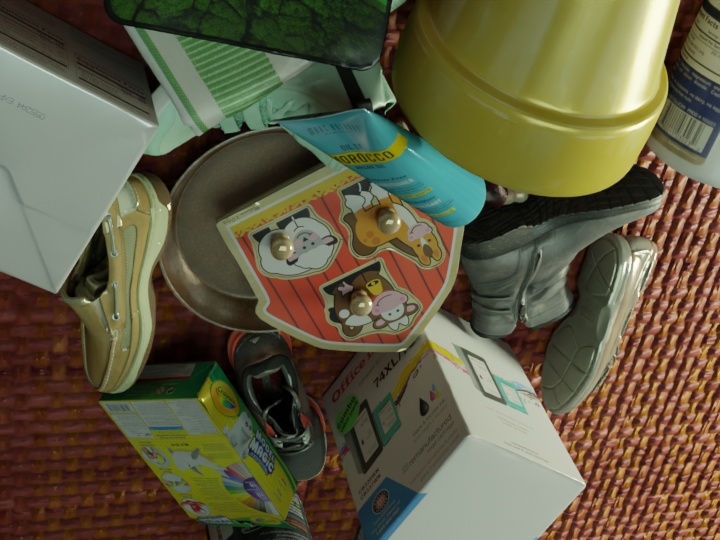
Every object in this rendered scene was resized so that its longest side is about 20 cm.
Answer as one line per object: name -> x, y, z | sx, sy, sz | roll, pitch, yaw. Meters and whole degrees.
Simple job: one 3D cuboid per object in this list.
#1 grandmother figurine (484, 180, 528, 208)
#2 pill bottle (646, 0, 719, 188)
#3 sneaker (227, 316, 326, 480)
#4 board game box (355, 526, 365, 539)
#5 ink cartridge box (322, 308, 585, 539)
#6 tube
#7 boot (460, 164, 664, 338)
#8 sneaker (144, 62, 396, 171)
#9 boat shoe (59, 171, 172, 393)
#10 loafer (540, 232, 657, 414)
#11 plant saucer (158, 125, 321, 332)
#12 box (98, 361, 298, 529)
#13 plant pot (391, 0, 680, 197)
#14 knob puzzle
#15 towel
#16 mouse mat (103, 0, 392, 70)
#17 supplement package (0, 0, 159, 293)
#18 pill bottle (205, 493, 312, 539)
grandmother figurine -> 0.118, -0.099, 0.950 | 0.197, 0.061, 0.122 | -24, 129, 2
pill bottle -> 0.326, -0.178, 0.927 | 0.109, 0.112, 0.202 | 6, 122, -22
sneaker -> -0.076, 0.140, 1.033 | 0.076, 0.082, 0.202 | -21, 128, -3
board game box -> 0.070, 0.297, 1.222 | 0.149, 0.037, 0.203 | 5, 122, -22
ink cartridge box -> 0.078, 0.155, 1.021 | 0.145, 0.201, 0.147 | 26, 113, -30
tube -> 0.025, -0.081, 0.807 | 0.076, 0.051, 0.199 | -7, 163, 33
boot -> 0.186, -0.017, 1.029 | 0.197, 0.070, 0.133 | -15, 130, 7
sneaker -> -0.070, -0.113, 0.830 | 0.198, 0.074, 0.119 | -31, 85, 3
boat shoe -> -0.210, 0.016, 0.898 | 0.076, 0.071, 0.203 | -16, 127, -46
loafer -> 0.238, 0.057, 1.093 | 0.062, 0.072, 0.203 | 0, 121, -27
plant saucer -> -0.075, -0.038, 0.940 | 0.197, 0.035, 0.203 | -9, 125, -12
box -> -0.138, 0.167, 1.017 | 0.116, 0.049, 0.202 | -4, 130, 29
plant pot -> 0.139, -0.189, 0.780 | 0.197, 0.203, 0.190 | 1, 136, -19
knob puzzle -> 0.000, 0.000, 0.934 | 0.215, 0.031, 0.223 | -5, 124, -8
towel -> -0.074, -0.209, 0.780 | 0.198, 0.023, 0.154 | -33, 93, 4
mouse mat -> -0.069, -0.233, 0.754 | 0.196, 0.008, 0.164 | 9, 100, -5
supplement package -> -0.269, -0.107, 0.777 | 0.198, 0.111, 0.157 | 26, 112, -31
pill bottle -> -0.086, 0.310, 1.075 | 0.104, 0.201, 0.108 | -9, 126, -12
